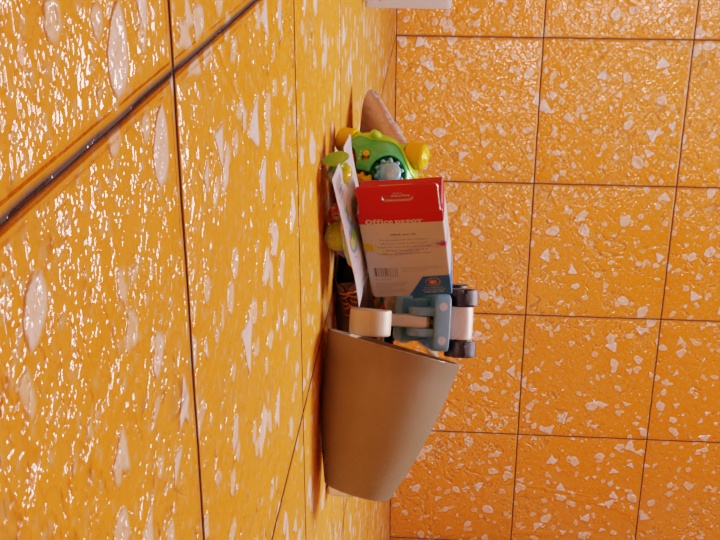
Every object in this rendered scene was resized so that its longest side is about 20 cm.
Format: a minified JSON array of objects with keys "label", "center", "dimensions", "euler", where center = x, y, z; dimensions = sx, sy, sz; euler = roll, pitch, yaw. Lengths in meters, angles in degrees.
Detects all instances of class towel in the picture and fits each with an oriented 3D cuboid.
[{"label":"towel","center":[0.038,-0.174,1.779],"dimensions":[0.201,0.032,0.193],"euler":[-116,-155,-47]}]

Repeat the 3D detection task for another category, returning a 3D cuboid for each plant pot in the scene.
[{"label":"plant pot","center":[0.020,0.200,1.422],"dimensions":[0.187,0.185,0.203],"euler":[27,78,-86]}]

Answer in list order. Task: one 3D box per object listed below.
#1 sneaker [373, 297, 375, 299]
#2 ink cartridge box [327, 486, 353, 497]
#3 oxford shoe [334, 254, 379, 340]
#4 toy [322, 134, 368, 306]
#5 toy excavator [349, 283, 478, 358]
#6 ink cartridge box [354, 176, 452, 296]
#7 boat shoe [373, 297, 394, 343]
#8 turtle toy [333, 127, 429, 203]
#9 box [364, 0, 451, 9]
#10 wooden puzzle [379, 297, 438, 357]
[{"label":"sneaker","center":[0.008,0.048,1.782],"dimensions":[0.087,0.073,0.203],"euler":[99,-5,-75]},{"label":"ink cartridge box","center":[-0.020,0.217,1.597],"dimensions":[0.161,0.049,0.203],"euler":[-72,165,-77]},{"label":"oxford shoe","center":[-0.014,0.050,1.574],"dimensions":[0.073,0.070,0.203],"euler":[30,54,-66]},{"label":"toy","center":[-0.025,-0.066,1.410],"dimensions":[0.116,0.046,0.202],"euler":[-73,160,-52]},{"label":"toy excavator","center":[0.072,0.072,1.510],"dimensions":[0.194,0.197,0.102],"euler":[-153,-115,-81]},{"label":"ink cartridge box","center":[0.061,-0.058,1.424],"dimensions":[0.068,0.114,0.202],"euler":[-83,167,-45]},{"label":"boat shoe","center":[0.037,0.105,1.655],"dimensions":[0.201,0.062,0.074],"euler":[-59,144,-49]},{"label":"turtle toy","center":[0.019,-0.108,1.510],"dimensions":[0.101,0.144,0.202],"euler":[-49,146,-48]},{"label":"box","center":[0.094,-0.631,1.990],"dimensions":[0.202,0.169,0.201],"euler":[-84,174,-46]},{"label":"wooden puzzle","center":[0.064,0.026,1.671],"dimensions":[0.200,0.037,0.187],"euler":[52,23,-47]}]
